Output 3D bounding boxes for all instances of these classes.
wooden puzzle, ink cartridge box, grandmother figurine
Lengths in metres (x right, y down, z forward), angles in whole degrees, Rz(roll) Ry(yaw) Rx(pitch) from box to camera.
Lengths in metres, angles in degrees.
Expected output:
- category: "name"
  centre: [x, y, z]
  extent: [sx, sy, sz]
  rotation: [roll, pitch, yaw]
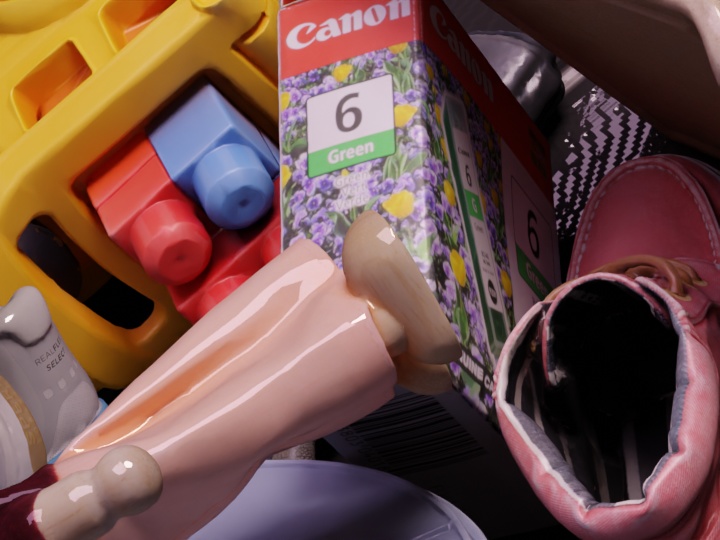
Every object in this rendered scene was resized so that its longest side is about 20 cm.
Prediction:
- category: "wooden puzzle"
  centre: [0.095, -0.062, 0.759]
  extent: [0.200, 0.185, 0.037]
  rotation: [35, 93, 48]
- category: "ink cartridge box"
  centre: [0.020, -0.030, 0.809]
  extent: [0.050, 0.109, 0.201]
  rotation: [-15, 57, 21]
- category: "grandmother figurine"
  centre: [-0.070, 0.062, 0.673]
  extent: [0.199, 0.121, 0.061]
  rotation: [-33, 70, -10]

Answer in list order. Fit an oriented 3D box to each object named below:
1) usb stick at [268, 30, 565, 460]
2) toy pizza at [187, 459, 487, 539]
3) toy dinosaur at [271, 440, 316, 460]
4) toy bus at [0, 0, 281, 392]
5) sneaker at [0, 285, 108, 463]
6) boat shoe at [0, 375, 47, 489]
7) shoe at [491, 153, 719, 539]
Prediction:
- category: "usb stick"
  centre: [0.000, 0.000, 0.888]
  extent: [0.055, 0.033, 0.200]
  rotation: [14, 61, 46]
- category: "toy pizza"
  centre: [-0.056, 0.113, 0.695]
  extent: [0.199, 0.032, 0.200]
  rotation: [-15, 25, 7]
- category: "toy dinosaur"
  centre: [-0.039, 0.128, 0.777]
  extent: [0.102, 0.077, 0.200]
  rotation: [22, 54, 27]
- category: "toy bus"
  centre: [-0.084, -0.030, 0.893]
  extent: [0.200, 0.136, 0.192]
  rotation: [-39, 42, 11]
- category: "sneaker"
  centre: [-0.166, 0.029, 0.852]
  extent: [0.199, 0.087, 0.075]
  rotation: [-1, 34, 27]
- category: "boat shoe"
  centre: [-0.177, 0.100, 0.797]
  extent: [0.071, 0.069, 0.200]
  rotation: [50, 118, 12]
- category: "shoe"
  centre: [0.083, 0.018, 0.761]
  extent: [0.071, 0.091, 0.201]
  rotation: [-22, 42, 18]
